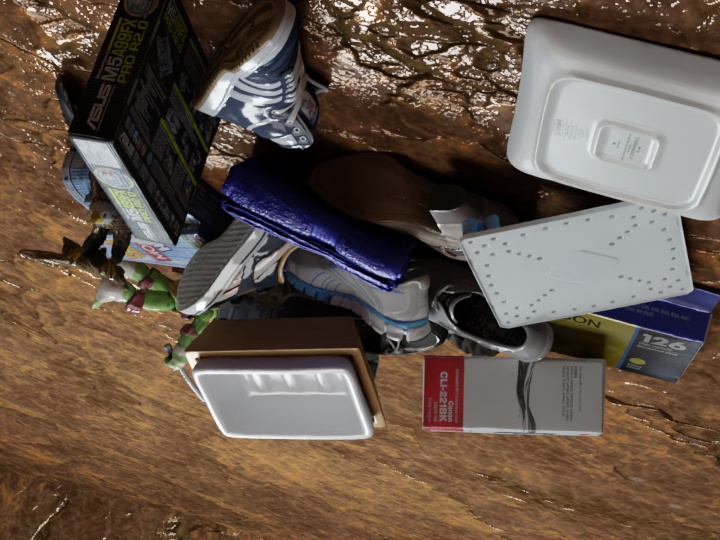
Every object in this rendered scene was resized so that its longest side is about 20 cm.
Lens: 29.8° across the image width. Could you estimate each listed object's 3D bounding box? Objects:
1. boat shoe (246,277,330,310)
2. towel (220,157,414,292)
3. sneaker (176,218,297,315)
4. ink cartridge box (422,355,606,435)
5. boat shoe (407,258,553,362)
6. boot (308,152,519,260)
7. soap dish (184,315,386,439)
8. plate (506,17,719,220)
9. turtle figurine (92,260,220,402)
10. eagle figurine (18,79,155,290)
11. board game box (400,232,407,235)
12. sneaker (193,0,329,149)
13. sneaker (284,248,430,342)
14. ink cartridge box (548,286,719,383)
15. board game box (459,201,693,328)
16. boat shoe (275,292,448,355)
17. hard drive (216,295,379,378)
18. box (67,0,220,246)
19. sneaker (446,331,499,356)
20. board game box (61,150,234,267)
[{"bbox_3d":[-0.114,0.001,1.608,0.199,0.074,0.063,7,159,27],"label":"boat shoe"},{"bbox_3d":[-0.042,-0.046,1.361,0.199,0.050,0.148,28,-170,1],"label":"towel"},{"bbox_3d":[-0.128,-0.004,1.488,0.079,0.079,0.200,20,141,-30],"label":"sneaker"},{"bbox_3d":[0.174,0.142,1.524,0.199,0.084,0.144,0,172,8],"label":"ink cartridge box"},{"bbox_3d":[0.113,0.041,1.464,0.200,0.072,0.068,35,-173,30],"label":"boat shoe"},{"bbox_3d":[0.063,-0.053,1.360,0.199,0.071,0.146,14,168,29],"label":"boot"},{"bbox_3d":[-0.079,0.120,1.520,0.199,0.082,0.158,-2,141,14],"label":"soap dish"},{"bbox_3d":[0.220,-0.111,1.107,0.199,0.032,0.200,16,152,9],"label":"plate"},{"bbox_3d":[-0.250,0.066,1.775,0.193,0.145,0.200,23,155,-3],"label":"turtle figurine"},{"bbox_3d":[-0.256,-0.086,1.411,0.151,0.201,0.151,6,-163,-30],"label":"eagle figurine"},{"bbox_3d":[-0.045,-0.057,1.486,0.199,0.024,0.105,14,156,8],"label":"board game box"},{"bbox_3d":[-0.066,-0.167,1.172,0.108,0.070,0.200,25,160,-17],"label":"sneaker"},{"bbox_3d":[0.000,0.000,1.485,0.199,0.087,0.075,24,-152,29],"label":"sneaker"},{"bbox_3d":[0.274,0.054,1.479,0.197,0.047,0.200,16,161,8],"label":"ink cartridge box"},{"bbox_3d":[0.212,-0.013,1.304,0.199,0.026,0.200,-12,150,13],"label":"board game box"},{"bbox_3d":[-0.001,0.073,1.544,0.199,0.057,0.067,9,139,9],"label":"boat shoe"},{"bbox_3d":[-0.074,0.073,1.638,0.199,0.038,0.140,12,-159,-1],"label":"hard drive"},{"bbox_3d":[-0.186,-0.136,1.216,0.044,0.161,0.200,10,158,13],"label":"box"},{"bbox_3d":[0.084,0.045,1.586,0.199,0.075,0.081,4,134,37],"label":"sneaker"},{"bbox_3d":[-0.252,-0.065,1.572,0.199,0.062,0.200,-1,152,37],"label":"board game box"}]
